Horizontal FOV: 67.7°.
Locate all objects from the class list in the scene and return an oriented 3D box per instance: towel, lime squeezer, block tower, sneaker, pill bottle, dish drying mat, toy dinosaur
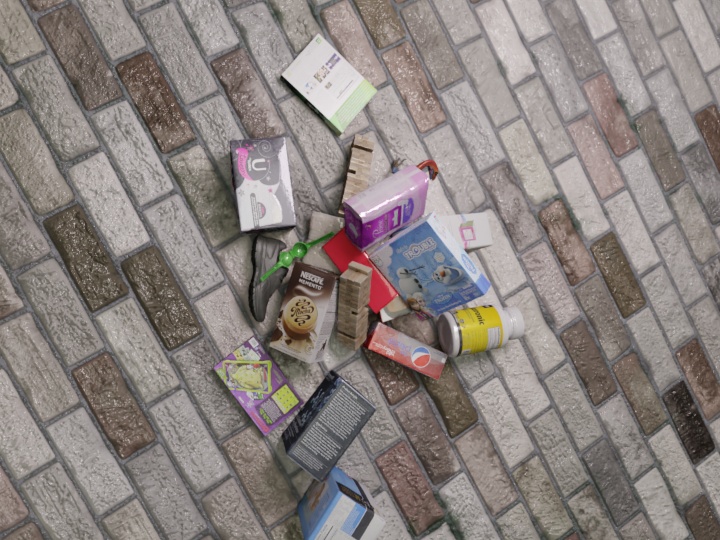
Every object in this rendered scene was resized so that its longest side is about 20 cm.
[{"bbox_3d":[-0.037,-0.054,1.266,0.196,0.034,0.135,14,97,10],"label":"towel"},{"bbox_3d":[-0.151,-0.031,1.230,0.198,0.070,0.038,-34,122,-17],"label":"lime squeezer"},{"bbox_3d":[-0.016,0.084,1.220,0.053,0.058,0.203,19,125,22],"label":"block tower"},{"bbox_3d":[-0.213,0.020,1.248,0.089,0.076,0.204,6,90,-21],"label":"sneaker"},{"bbox_3d":[0.301,0.145,1.339,0.196,0.111,0.114,-8,90,-13],"label":"pill bottle"},{"bbox_3d":[-0.009,-0.223,1.275,0.053,0.058,0.203,13,68,-10],"label":"block tower"},{"bbox_3d":[0.000,0.000,1.238,0.077,0.018,0.201,-39,90,17],"label":"dish drying mat"},{"bbox_3d":[0.107,-0.194,1.290,0.180,0.201,0.105,-35,110,23],"label":"toy dinosaur"}]

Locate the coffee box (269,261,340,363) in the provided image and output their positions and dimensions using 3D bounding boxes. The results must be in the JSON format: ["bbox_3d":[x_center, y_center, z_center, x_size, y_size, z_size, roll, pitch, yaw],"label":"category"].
[{"bbox_3d":[-0.118,0.095,1.225,0.111,0.080,0.203,18,92,20],"label":"coffee box"}]

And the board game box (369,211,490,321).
[{"bbox_3d":[0.146,-0.001,1.166,0.200,0.199,0.043,50,48,-8],"label":"board game box"}]

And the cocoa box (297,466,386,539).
[{"bbox_3d":[-0.049,0.544,1.200,0.130,0.200,0.134,36,82,-9],"label":"cocoa box"}]

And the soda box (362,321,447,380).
[{"bbox_3d":[0.109,0.197,1.317,0.197,0.063,0.071,26,82,-10],"label":"soda box"}]

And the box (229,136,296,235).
[{"bbox_3d":[-0.225,-0.190,1.227,0.130,0.115,0.204,-7,89,-13],"label":"box"}]

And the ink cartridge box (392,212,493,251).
[{"bbox_3d":[0.195,-0.075,1.268,0.198,0.144,0.086,-7,84,-39],"label":"ink cartridge box"}]

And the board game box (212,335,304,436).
[{"bbox_3d":[-0.237,0.268,1.254,0.119,0.032,0.201,-37,96,-15],"label":"board game box"}]

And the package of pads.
[{"bbox_3d":[0.059,-0.140,1.188,0.198,0.121,0.076,-31,56,-20],"label":"package of pads"}]

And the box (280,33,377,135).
[{"bbox_3d":[-0.076,-0.452,1.310,0.200,0.036,0.145,42,80,-7],"label":"box"}]

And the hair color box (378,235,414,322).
[{"bbox_3d":[0.071,0.013,1.310,0.100,0.061,0.204,-16,92,-4],"label":"hair color box"}]

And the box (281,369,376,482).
[{"bbox_3d":[-0.076,0.349,1.227,0.107,0.148,0.201,40,80,-9],"label":"box"}]
